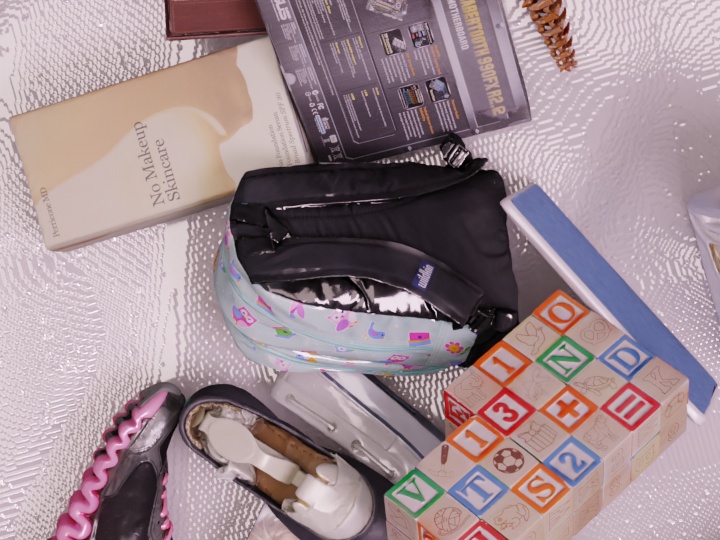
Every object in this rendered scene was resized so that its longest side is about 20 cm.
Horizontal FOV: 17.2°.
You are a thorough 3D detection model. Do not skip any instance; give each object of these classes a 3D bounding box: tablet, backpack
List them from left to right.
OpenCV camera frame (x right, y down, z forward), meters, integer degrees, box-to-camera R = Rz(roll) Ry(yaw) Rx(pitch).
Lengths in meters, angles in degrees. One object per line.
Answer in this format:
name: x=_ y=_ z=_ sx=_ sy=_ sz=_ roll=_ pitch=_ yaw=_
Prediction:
backpack: x=0.000 y=0.000 z=1.634 sx=0.199 sy=0.127 sz=0.168 roll=1 pitch=50 yaw=-11
tablet: x=0.172 y=0.021 z=1.635 sx=0.014 sy=0.130 sz=0.200 roll=-43 pitch=86 yaw=14

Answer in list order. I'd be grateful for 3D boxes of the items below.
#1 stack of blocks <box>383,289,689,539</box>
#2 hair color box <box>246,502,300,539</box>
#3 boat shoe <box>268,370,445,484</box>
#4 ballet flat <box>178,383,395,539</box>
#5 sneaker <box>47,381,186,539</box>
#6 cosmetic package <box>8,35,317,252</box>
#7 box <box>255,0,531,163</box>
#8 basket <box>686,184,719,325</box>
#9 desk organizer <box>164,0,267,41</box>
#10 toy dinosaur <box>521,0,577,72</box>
stack of blocks: x=0.105 y=0.116 z=1.540 sx=0.115 sy=0.059 sz=0.200 roll=35 pitch=61 yaw=29
hair color box: x=0.004 y=0.246 z=1.690 sx=0.199 sy=0.061 sz=0.100 roll=27 pitch=93 yaw=6
boat shoe: x=0.015 y=0.137 z=1.681 sx=0.202 sy=0.075 sz=0.086 roll=40 pitch=94 yaw=6
ballet flat: x=-0.046 y=0.143 z=1.635 sx=0.200 sy=0.073 sz=0.073 roll=33 pitch=94 yaw=18
sneaker: x=-0.163 y=0.177 z=1.707 sx=0.095 sy=0.079 sz=0.201 roll=27 pitch=99 yaw=-6
cosmetic package: x=-0.138 y=-0.089 z=1.694 sx=0.199 sy=0.071 sz=0.106 roll=-18 pitch=88 yaw=6
box: x=0.021 y=-0.165 z=1.623 sx=0.158 sy=0.200 sz=0.049 roll=-15 pitch=49 yaw=7
basket: x=0.304 y=-0.004 z=1.591 sx=0.123 sy=0.200 sz=0.136 roll=-15 pitch=90 yaw=-1
desk organizer: x=-0.039 y=-0.217 z=1.650 sx=0.199 sy=0.077 sz=0.072 roll=-4 pitch=46 yaw=-4
toy dinosaur: x=0.147 y=-0.247 z=1.668 sx=0.135 sy=0.102 sz=0.201 roll=-1 pitch=109 yaw=21
